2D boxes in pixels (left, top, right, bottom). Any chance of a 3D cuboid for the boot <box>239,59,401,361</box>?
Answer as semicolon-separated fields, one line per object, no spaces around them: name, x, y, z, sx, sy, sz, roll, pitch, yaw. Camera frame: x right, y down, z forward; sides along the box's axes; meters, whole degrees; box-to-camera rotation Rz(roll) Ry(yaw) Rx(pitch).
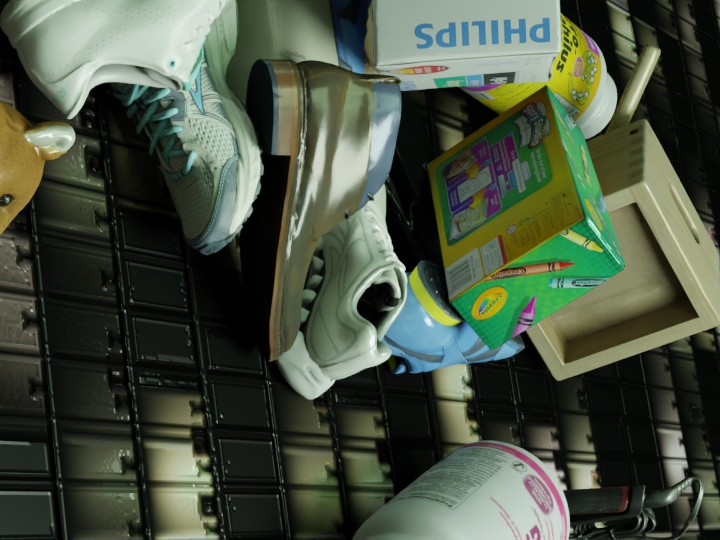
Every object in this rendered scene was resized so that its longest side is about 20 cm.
boot;-0.023;-0.038;1.115;0.096;0.075;0.201;-5;112;-22

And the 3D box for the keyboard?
keyboard;0.043;-0.058;1.364;0.201;0.020;0.127;65;26;-13

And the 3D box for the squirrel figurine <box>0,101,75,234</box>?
squirrel figurine;-0.223;-0.103;0.846;0.186;0.141;0.201;32;52;-56

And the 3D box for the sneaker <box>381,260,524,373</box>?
sneaker;0.060;0.044;1.309;0.066;0.078;0.200;57;18;22

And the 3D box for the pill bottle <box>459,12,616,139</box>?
pill bottle;0.150;-0.181;1.512;0.200;0.104;0.105;25;55;-52

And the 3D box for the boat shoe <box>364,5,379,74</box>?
boat shoe;0.019;-0.228;1.343;0.074;0.069;0.201;28;49;-37

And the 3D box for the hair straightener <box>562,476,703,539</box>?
hair straightener;0.165;0.180;1.275;0.077;0.199;0.041;45;41;-43

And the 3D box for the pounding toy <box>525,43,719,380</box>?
pounding toy;0.208;-0.048;1.460;0.201;0.183;0.143;56;26;-27

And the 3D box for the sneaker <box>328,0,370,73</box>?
sneaker;-0.012;-0.209;1.269;0.078;0.066;0.202;-4;77;-30

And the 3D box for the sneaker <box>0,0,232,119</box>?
sneaker;-0.111;-0.154;1.031;0.199;0.075;0.089;-28;86;-19

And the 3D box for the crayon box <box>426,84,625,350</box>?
crayon box;0.120;-0.044;1.294;0.058;0.118;0.201;47;20;-28

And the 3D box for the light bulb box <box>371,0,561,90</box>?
light bulb box;0.070;-0.232;1.171;0.198;0.124;0.202;-19;106;-85

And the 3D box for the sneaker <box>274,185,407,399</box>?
sneaker;0.000;0.000;1.209;0.075;0.081;0.201;47;39;-35

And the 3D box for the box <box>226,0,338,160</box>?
box;-0.067;-0.175;1.190;0.082;0.068;0.202;12;66;-55

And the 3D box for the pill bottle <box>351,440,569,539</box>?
pill bottle;0.059;0.200;1.176;0.200;0.113;0.114;-28;100;-58

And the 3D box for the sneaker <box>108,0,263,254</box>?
sneaker;-0.123;-0.105;1.082;0.086;0.077;0.201;7;64;-43
